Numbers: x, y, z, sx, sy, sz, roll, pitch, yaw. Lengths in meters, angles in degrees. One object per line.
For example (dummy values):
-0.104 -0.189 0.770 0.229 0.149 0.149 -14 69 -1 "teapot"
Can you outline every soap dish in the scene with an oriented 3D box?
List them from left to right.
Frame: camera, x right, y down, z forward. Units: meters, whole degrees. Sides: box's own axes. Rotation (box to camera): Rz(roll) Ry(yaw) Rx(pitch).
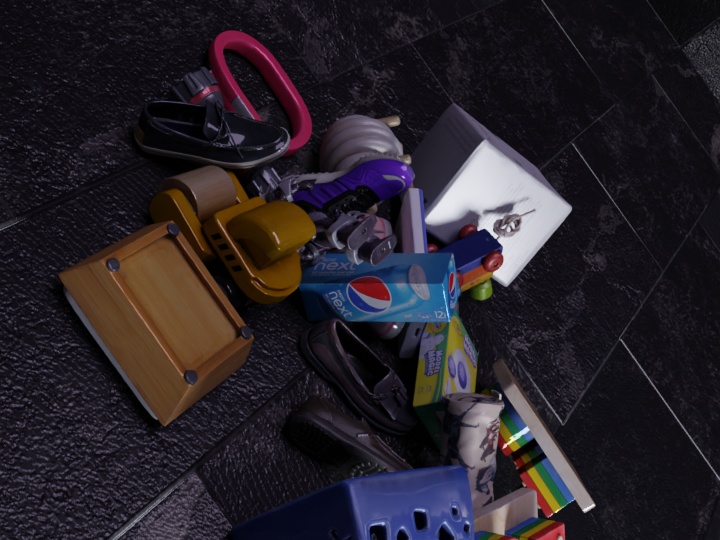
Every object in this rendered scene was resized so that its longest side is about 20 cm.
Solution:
-0.220 0.050 1.196 0.201 0.081 0.157 55 36 -2 "soap dish"

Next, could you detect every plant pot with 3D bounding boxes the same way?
0.007 0.326 1.143 0.199 0.199 0.182 5 64 -46 "plant pot"

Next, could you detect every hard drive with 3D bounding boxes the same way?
0.071 0.004 1.519 0.025 0.133 0.202 4 53 -9 "hard drive"

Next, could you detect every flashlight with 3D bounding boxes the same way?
-0.173 -0.173 1.427 0.201 0.068 0.068 53 16 3 "flashlight"

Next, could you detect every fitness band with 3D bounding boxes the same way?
-0.149 -0.256 1.553 0.201 0.037 0.143 57 34 2 "fitness band"

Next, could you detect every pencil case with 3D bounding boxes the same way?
0.142 0.254 1.377 0.089 0.077 0.203 7 85 -41 "pencil case"

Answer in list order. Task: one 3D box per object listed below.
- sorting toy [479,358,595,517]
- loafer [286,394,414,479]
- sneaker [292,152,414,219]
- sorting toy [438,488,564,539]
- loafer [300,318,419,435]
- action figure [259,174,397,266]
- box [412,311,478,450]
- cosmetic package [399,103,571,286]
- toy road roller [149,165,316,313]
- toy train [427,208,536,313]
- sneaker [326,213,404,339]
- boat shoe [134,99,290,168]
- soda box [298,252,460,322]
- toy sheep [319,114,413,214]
0.231 0.239 1.499 0.200 0.069 0.200 56 5 -1 "sorting toy"
0.002 0.216 1.318 0.200 0.073 0.072 40 41 -19 "loafer"
-0.019 -0.088 1.443 0.070 0.198 0.100 49 38 -42 "sneaker"
0.181 0.392 1.300 0.198 0.069 0.203 -9 99 -50 "sorting toy"
0.010 0.139 1.395 0.200 0.063 0.072 42 39 -16 "loafer"
-0.057 -0.054 1.356 0.070 0.198 0.131 -53 138 -25 "action figure"
0.123 0.142 1.500 0.202 0.048 0.118 -82 150 -44 "box"
0.185 -0.118 1.665 0.199 0.165 0.165 33 15 -27 "cosmetic package"
-0.144 -0.052 1.303 0.201 0.146 0.123 57 36 3 "toy road roller"
0.182 -0.005 1.591 0.198 0.117 0.085 -26 47 -16 "toy train"
0.000 0.000 1.487 0.104 0.075 0.202 19 46 -35 "sneaker"
-0.186 -0.177 1.354 0.197 0.063 0.075 6 50 -9 "boat shoe"
0.025 0.022 1.391 0.068 0.197 0.065 -65 148 -49 "soda box"
0.005 -0.156 1.562 0.137 0.138 0.201 29 30 -30 "toy sheep"
